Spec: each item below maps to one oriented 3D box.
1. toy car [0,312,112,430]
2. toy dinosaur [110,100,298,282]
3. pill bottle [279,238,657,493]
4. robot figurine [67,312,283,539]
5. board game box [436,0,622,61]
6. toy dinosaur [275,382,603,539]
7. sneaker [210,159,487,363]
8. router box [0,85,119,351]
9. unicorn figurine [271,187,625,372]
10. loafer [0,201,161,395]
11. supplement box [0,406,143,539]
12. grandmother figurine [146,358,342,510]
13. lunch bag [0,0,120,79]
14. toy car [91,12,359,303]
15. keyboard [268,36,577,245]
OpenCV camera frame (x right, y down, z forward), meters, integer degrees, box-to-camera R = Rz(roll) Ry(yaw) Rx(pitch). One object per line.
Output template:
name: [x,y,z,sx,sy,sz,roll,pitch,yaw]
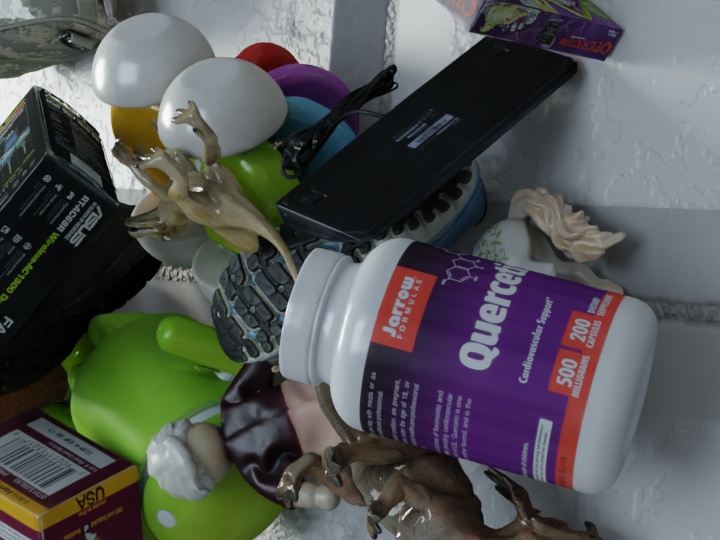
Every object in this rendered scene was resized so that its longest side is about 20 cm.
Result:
toy car: [-0.293,0.051,1.821,0.164,0.199,0.158,44,118,41]
toy dinosaur: [-0.089,-0.045,1.524,0.058,0.101,0.200,-46,28,-19]
pill bottle: [0.060,0.049,1.425,0.199,0.112,0.113,15,99,12]
robot figurine: [-0.119,0.109,1.710,0.200,0.115,0.176,48,122,39]
board game box: [0.058,-0.197,1.538,0.200,0.120,0.032,49,124,40]
toy dinosaur: [0.040,0.129,1.490,0.200,0.135,0.086,52,143,25]
sneaker: [0.000,0.000,1.574,0.200,0.090,0.079,-33,61,9]
router box: [-0.245,-0.010,1.653,0.200,0.062,0.150,-49,22,10]
unicorn figurine: [0.069,0.036,1.527,0.200,0.074,0.137,-49,60,1]
loafer: [-0.215,0.017,1.754,0.070,0.201,0.068,33,138,15]
supplement box: [-0.207,0.209,1.694,0.110,0.085,0.201,26,129,40]
grandmother figurine: [-0.041,0.097,1.598,0.199,0.061,0.122,-19,60,8]
lunch bag: [-0.252,-0.245,1.874,0.167,0.139,0.201,-14,77,47]
toy car: [-0.074,-0.083,1.662,0.200,0.150,0.176,35,145,48]
keyboard: [0.027,-0.084,1.527,0.127,0.200,0.021,24,141,41]
